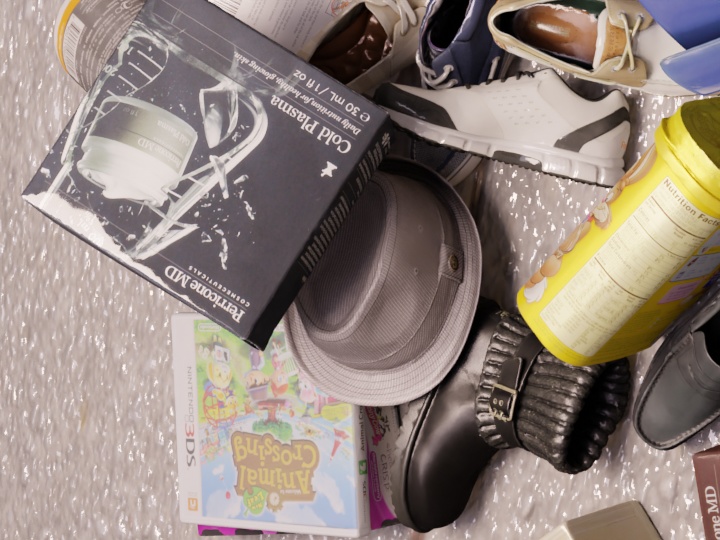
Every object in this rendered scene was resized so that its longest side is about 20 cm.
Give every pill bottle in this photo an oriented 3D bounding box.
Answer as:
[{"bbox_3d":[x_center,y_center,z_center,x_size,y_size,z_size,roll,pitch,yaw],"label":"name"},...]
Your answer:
[{"bbox_3d":[-0.161,-0.162,1.774,0.200,0.116,0.117,43,121,42],"label":"pill bottle"}]

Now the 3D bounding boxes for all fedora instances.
[{"bbox_3d":[0.000,0.000,1.686,0.177,0.090,0.200,9,82,29],"label":"fedora"}]

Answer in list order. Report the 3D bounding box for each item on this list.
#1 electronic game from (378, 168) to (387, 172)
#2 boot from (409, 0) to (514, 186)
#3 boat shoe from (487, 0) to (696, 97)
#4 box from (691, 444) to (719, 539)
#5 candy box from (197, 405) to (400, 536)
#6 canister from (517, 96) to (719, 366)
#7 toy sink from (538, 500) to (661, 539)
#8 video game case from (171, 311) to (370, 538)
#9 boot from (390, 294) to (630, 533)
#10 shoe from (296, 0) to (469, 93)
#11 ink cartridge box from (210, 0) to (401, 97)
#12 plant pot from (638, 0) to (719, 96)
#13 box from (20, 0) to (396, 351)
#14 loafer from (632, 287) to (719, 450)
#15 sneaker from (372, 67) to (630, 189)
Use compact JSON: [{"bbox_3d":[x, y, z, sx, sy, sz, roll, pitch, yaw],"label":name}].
[{"bbox_3d":[-0.039,-0.028,1.807,0.200,0.042,0.200,6,104,23],"label":"electronic game"},{"bbox_3d":[0.068,-0.153,1.689,0.073,0.090,0.200,34,115,31],"label":"boot"},{"bbox_3d":[0.189,-0.166,1.582,0.200,0.068,0.075,8,100,22],"label":"boat shoe"},{"bbox_3d":[0.340,0.163,1.519,0.200,0.075,0.100,-10,89,41],"label":"box"},{"bbox_3d":[-0.058,0.155,1.847,0.200,0.061,0.137,-8,90,39],"label":"candy box"},{"bbox_3d":[0.219,-0.026,1.547,0.087,0.148,0.200,54,126,20],"label":"canister"},{"bbox_3d":[0.186,0.297,1.633,0.130,0.112,0.200,-41,70,35],"label":"toy sink"},{"bbox_3d":[-0.078,0.126,1.806,0.200,0.022,0.182,-1,93,39],"label":"video game case"},{"bbox_3d":[0.115,0.133,1.693,0.158,0.079,0.211,26,110,34],"label":"boot"},{"bbox_3d":[0.008,-0.180,1.720,0.200,0.053,0.070,-38,93,18],"label":"shoe"},{"bbox_3d":[-0.012,-0.263,1.756,0.176,0.045,0.200,28,107,4],"label":"ink cartridge box"},{"bbox_3d":[0.278,-0.222,1.431,0.200,0.200,0.180,-19,90,26],"label":"plant pot"},{"bbox_3d":[-0.109,-0.077,1.605,0.200,0.124,0.197,32,88,6],"label":"box"},{"bbox_3d":[0.259,0.058,1.565,0.068,0.070,0.201,37,119,3],"label":"loafer"},{"bbox_3d":[0.109,-0.120,1.639,0.200,0.074,0.080,13,94,-2],"label":"sneaker"}]
